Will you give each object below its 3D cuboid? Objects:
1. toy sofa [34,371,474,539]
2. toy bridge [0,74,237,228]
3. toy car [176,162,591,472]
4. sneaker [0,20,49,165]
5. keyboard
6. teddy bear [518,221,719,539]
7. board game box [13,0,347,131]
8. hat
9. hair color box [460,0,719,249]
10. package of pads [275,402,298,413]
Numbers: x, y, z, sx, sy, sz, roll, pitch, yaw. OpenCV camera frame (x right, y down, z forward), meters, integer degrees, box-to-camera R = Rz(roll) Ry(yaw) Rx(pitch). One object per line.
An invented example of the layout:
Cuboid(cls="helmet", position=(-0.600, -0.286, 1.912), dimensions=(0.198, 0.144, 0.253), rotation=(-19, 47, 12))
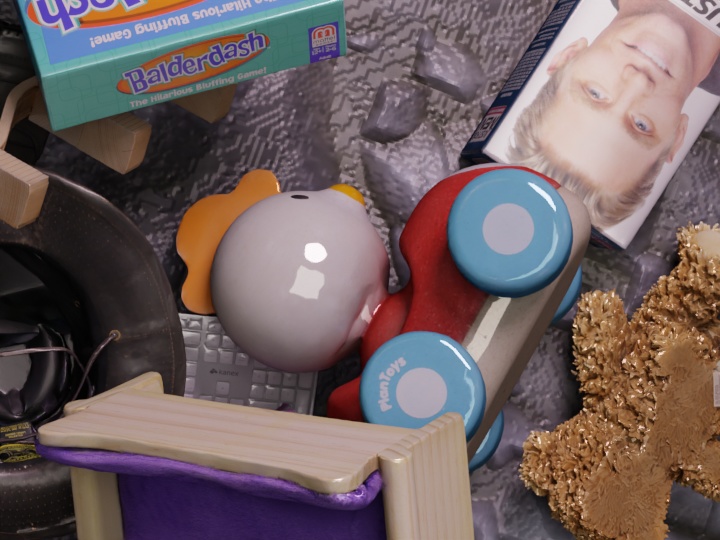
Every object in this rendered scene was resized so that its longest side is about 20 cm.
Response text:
Cuboid(cls="toy sofa", position=(-0.053, 0.109, 1.005), dimensions=(0.200, 0.098, 0.083), rotation=(5, 108, 33))
Cuboid(cls="toy bridge", position=(-0.138, -0.077, 1.084), dimensions=(0.067, 0.200, 0.027), rotation=(29, 121, 15))
Cuboid(cls="toy car", position=(0.000, 0.000, 1.116), dimensions=(0.200, 0.184, 0.177), rotation=(28, 87, 10))
Cuboid(cls="sneaker", position=(-0.252, -0.097, 1.106), dimensions=(0.200, 0.076, 0.091), rotation=(12, 96, -8))
Cuboid(cls="keyboard", position=(-0.122, 0.049, 1.163), dimensions=(0.200, 0.011, 0.056), rotation=(7, 91, -10))
Cuboid(cls="teddy bear", position=(0.172, 0.068, 1.197), dimensions=(0.145, 0.067, 0.200), rotation=(24, 81, -19))
Cuboid(cls="board game box", position=(-0.108, -0.174, 1.083), dimensions=(0.152, 0.045, 0.200), rotation=(-16, 56, -10))
Cuboid(cls="hat", position=(-0.183, 0.036, 1.109), dimensions=(0.201, 0.081, 0.201), rotation=(-1, 103, -6))
Cuboid(cls="hair color box", position=(0.153, -0.120, 1.182), dimensions=(0.100, 0.061, 0.200), rotation=(33, 87, -9))
Cuboid(cls="package of pads", position=(-0.083, 0.176, 1.142), dimensions=(0.200, 0.076, 0.121), rotation=(-36, 97, -7))
